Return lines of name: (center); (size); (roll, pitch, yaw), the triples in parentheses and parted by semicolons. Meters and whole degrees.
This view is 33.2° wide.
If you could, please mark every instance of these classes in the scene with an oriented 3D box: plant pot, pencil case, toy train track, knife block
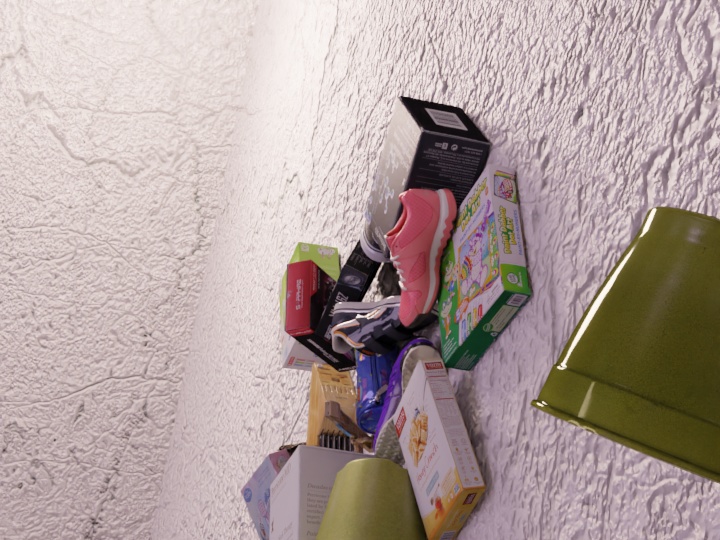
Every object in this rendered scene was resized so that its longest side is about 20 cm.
plant pot: (0.019, 0.367, 1.648); (0.201, 0.199, 0.185); (121, 165, -51)
plant pot: (0.267, 0.058, 0.992); (0.194, 0.199, 0.200); (-69, 17, -1)
pencil case: (0.027, 0.153, 1.867); (0.087, 0.077, 0.201); (81, -176, -55)
toy train track: (-0.005, 0.242, 1.863); (0.200, 0.032, 0.115); (49, -143, -58)
knife block: (-0.059, 0.283, 2.108); (0.200, 0.064, 0.176); (-112, 35, -59)

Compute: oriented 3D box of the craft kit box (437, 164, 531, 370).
craft kit box: (0.156, -0.002, 1.593); (0.200, 0.048, 0.198); (120, 156, -51)

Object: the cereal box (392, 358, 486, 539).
cereal box: (0.099, 0.238, 1.596); (0.144, 0.039, 0.201); (110, 150, -46)

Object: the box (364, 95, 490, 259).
box: (0.093, -0.129, 1.751); (0.149, 0.106, 0.201); (-116, 37, -61)

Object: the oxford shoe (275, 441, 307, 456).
oxford shoe: (-0.111, 0.349, 2.217); (0.200, 0.084, 0.073); (135, 143, -60)

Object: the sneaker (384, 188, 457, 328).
sneaker: (0.068, -0.021, 1.671); (0.074, 0.086, 0.201); (-133, 53, -70)

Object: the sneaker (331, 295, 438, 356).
sneaker: (0.037, 0.086, 1.792); (0.199, 0.078, 0.080); (-9, 64, 45)

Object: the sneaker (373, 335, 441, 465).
sneaker: (0.068, 0.184, 1.756); (0.100, 0.069, 0.201); (-107, 34, -68)

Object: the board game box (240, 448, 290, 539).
board game box: (-0.142, 0.454, 2.204); (0.200, 0.043, 0.200); (64, 150, 19)

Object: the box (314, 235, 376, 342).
box: (0.000, 0.000, 1.954); (0.200, 0.043, 0.161); (-60, -5, -51)

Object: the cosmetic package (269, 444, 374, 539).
cosmetic package: (-0.040, 0.396, 1.819); (0.168, 0.165, 0.201); (122, 153, -53)

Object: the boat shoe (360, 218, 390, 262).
boat shoe: (0.047, -0.099, 1.896); (0.068, 0.071, 0.201); (100, -175, -45)

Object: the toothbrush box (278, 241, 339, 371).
toothbrush box: (-0.096, 0.070, 2.303); (0.146, 0.086, 0.201); (118, 153, -48)

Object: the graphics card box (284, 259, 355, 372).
graphics card box: (-0.059, 0.079, 2.031); (0.200, 0.051, 0.126); (45, -141, -54)
